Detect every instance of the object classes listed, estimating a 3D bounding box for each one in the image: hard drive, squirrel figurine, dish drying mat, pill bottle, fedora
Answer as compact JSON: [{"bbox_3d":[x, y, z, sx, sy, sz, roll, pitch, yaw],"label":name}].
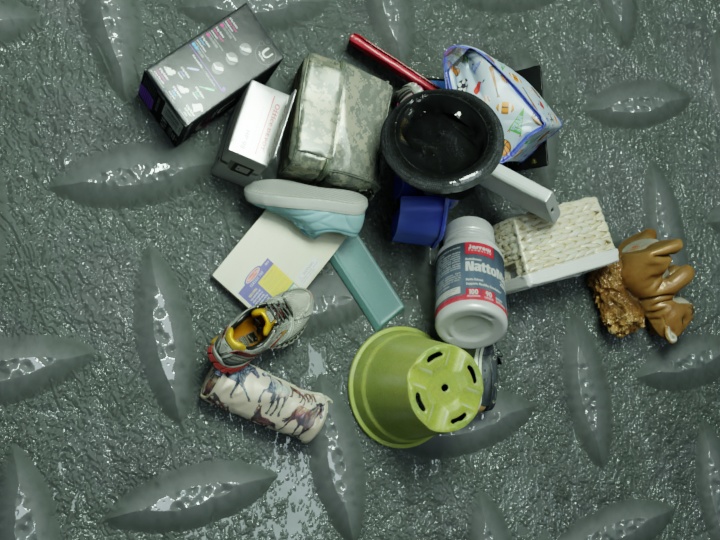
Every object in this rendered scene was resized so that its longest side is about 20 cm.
[{"bbox_3d":[0.231,-0.147,1.457,0.198,0.132,0.027,32,89,22],"label":"hard drive"},{"bbox_3d":[0.521,0.050,1.643,0.197,0.141,0.190,-24,103,-7],"label":"squirrel figurine"},{"bbox_3d":[0.067,-0.345,1.521,0.198,0.077,0.018,31,95,-6],"label":"dish drying mat"},{"bbox_3d":[0.182,0.015,1.480,0.117,0.120,0.203,17,50,-17],"label":"pill bottle"},{"bbox_3d":[0.124,-0.175,1.330,0.196,0.092,0.204,-5,57,8],"label":"fedora"}]

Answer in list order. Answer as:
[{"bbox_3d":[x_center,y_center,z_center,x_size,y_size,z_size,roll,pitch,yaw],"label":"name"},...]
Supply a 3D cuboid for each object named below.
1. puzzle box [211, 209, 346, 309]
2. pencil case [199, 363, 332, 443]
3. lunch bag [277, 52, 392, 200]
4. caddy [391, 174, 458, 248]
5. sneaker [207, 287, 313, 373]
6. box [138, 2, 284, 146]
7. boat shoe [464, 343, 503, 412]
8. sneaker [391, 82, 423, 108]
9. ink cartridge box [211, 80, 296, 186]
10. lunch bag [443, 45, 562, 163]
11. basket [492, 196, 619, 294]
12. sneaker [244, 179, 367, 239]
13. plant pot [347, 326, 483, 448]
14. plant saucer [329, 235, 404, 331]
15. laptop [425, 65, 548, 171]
[{"bbox_3d":[-0.130,-0.024,1.436,0.133,0.025,0.201,42,77,-11],"label":"puzzle box"},{"bbox_3d":[-0.145,0.196,1.386,0.197,0.078,0.091,26,100,-15],"label":"pencil case"},{"bbox_3d":[-0.036,-0.227,1.443,0.164,0.139,0.205,11,79,-13],"label":"lunch bag"},{"bbox_3d":[0.109,-0.115,1.463,0.102,0.200,0.145,3,81,-3],"label":"caddy"},{"bbox_3d":[-0.138,0.084,1.350,0.078,0.082,0.199,49,50,5],"label":"sneaker"},{"bbox_3d":[-0.234,-0.303,1.388,0.199,0.122,0.107,-40,97,-19],"label":"box"},{"bbox_3d":[0.207,0.146,1.528,0.061,0.074,0.205,12,75,-30],"label":"boat shoe"},{"bbox_3d":[0.080,-0.251,1.472,0.086,0.200,0.075,-29,121,-5],"label":"sneaker"},{"bbox_3d":[-0.166,-0.211,1.361,0.066,0.200,0.118,20,77,-15],"label":"ink cartridge box"},{"bbox_3d":[0.220,-0.280,1.466,0.123,0.170,0.201,-39,83,20],"label":"lunch bag"},{"bbox_3d":[0.330,-0.042,1.566,0.196,0.135,0.126,-13,84,-21],"label":"basket"},{"bbox_3d":[-0.090,-0.088,1.405,0.195,0.074,0.084,10,115,0],"label":"sneaker"},{"bbox_3d":[0.099,0.187,1.423,0.196,0.184,0.205,2,83,-20],"label":"plant pot"},{"bbox_3d":[0.000,0.000,1.497,0.069,0.019,0.202,-36,97,-20],"label":"plant saucer"},{"bbox_3d":[0.215,-0.262,1.562,0.103,0.197,0.182,4,81,-56],"label":"laptop"}]
